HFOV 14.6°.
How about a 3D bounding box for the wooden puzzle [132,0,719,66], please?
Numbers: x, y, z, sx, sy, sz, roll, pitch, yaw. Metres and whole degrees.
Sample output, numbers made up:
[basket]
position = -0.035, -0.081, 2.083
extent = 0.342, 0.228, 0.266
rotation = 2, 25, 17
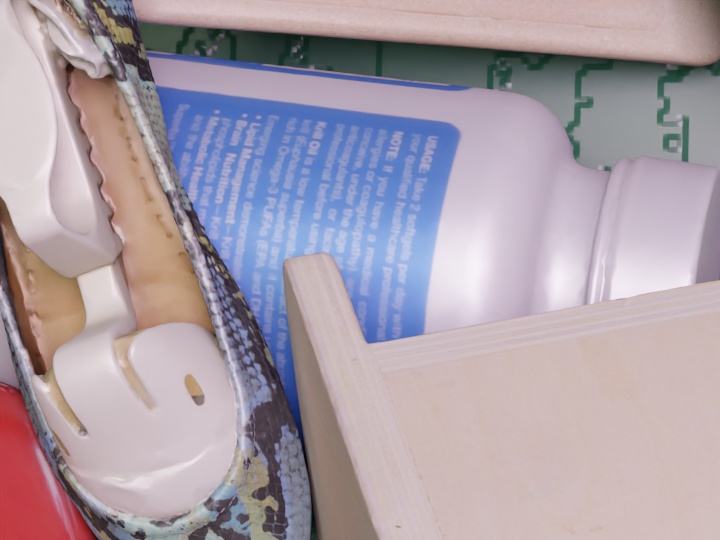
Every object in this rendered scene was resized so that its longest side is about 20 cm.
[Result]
[wooden puzzle]
position = 0.022, -0.159, 0.814
extent = 0.199, 0.037, 0.186
rotation = 4, 83, -16

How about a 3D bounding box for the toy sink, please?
[toy sink]
position = 0.058, 0.086, 0.674
extent = 0.111, 0.200, 0.131
rotation = -10, 120, -7

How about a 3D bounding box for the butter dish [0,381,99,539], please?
[butter dish]
position = -0.116, 0.114, 0.797
extent = 0.147, 0.200, 0.200
rotation = -8, 71, -24

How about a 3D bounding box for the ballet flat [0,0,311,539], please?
[ballet flat]
position = -0.071, 0.003, 0.730
extent = 0.074, 0.074, 0.201
rotation = -23, 90, 8

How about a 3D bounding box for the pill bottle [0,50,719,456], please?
[pill bottle]
position = 0.000, 0.000, 0.805
extent = 0.199, 0.112, 0.113
rotation = 8, 85, 13
